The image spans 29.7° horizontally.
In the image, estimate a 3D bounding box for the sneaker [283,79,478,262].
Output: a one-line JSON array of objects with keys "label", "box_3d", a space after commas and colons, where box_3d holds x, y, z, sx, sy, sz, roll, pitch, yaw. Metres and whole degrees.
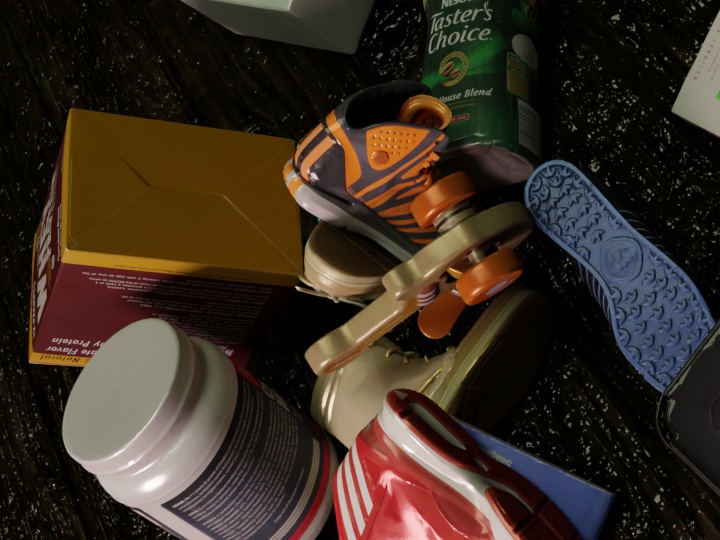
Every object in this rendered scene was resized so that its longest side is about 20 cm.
[{"label": "sneaker", "box_3d": [0.049, -0.069, 1.016, 0.112, 0.198, 0.078, -47, 42, 28]}]

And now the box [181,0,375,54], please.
[{"label": "box", "box_3d": [-0.075, -0.297, 1.324, 0.199, 0.097, 0.126, 20, 86, 46]}]

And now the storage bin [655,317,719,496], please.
[{"label": "storage bin", "box_3d": [0.288, 0.105, 0.789, 0.136, 0.093, 0.200, -54, 43, 11]}]

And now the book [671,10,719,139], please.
[{"label": "book", "box_3d": [0.317, -0.124, 0.906, 0.200, 0.048, 0.135, 37, 102, 45]}]

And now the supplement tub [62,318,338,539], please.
[{"label": "supplement tub", "box_3d": [-0.123, 0.142, 1.079, 0.139, 0.200, 0.142, -26, 43, 26]}]

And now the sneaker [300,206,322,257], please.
[{"label": "sneaker", "box_3d": [-0.015, -0.057, 1.168, 0.199, 0.077, 0.088, -22, 64, 58]}]

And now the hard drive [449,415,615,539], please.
[{"label": "hard drive", "box_3d": [0.078, 0.221, 0.947, 0.130, 0.025, 0.202, 23, 88, 17]}]

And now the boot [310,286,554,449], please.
[{"label": "boot", "box_3d": [0.049, 0.073, 1.054, 0.202, 0.072, 0.155, -59, 42, 10]}]

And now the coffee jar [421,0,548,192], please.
[{"label": "coffee jar", "box_3d": [0.098, -0.171, 1.106, 0.103, 0.085, 0.203, -13, 62, 40]}]

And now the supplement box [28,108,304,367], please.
[{"label": "supplement box", "box_3d": [-0.173, -0.015, 1.169, 0.200, 0.194, 0.135, 125, 146, -54]}]

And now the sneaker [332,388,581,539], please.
[{"label": "sneaker", "box_3d": [0.064, 0.185, 0.919, 0.200, 0.078, 0.116, 46, 113, 15]}]

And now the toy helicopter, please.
[{"label": "toy helicopter", "box_3d": [0.042, 0.013, 0.977, 0.199, 0.132, 0.079, -37, 77, 23]}]

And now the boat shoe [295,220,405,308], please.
[{"label": "boat shoe", "box_3d": [0.000, 0.000, 1.065, 0.073, 0.200, 0.063, 37, 106, 13]}]

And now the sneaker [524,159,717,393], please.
[{"label": "sneaker", "box_3d": [0.194, 0.005, 0.952, 0.070, 0.078, 0.201, -40, 69, 20]}]
